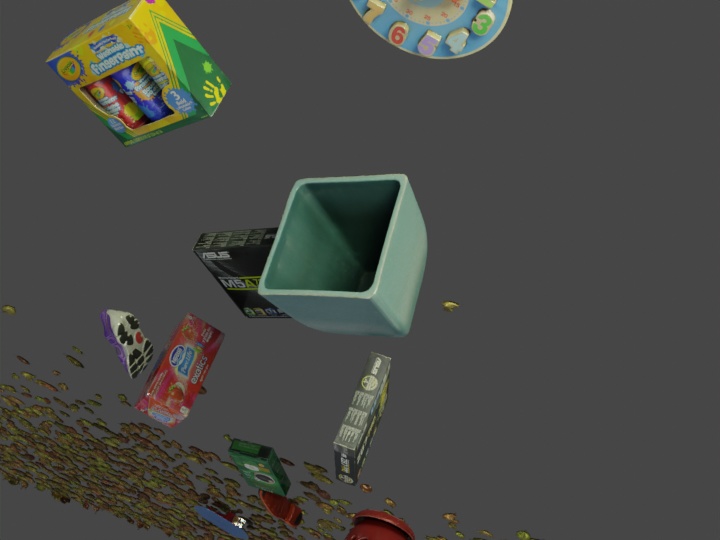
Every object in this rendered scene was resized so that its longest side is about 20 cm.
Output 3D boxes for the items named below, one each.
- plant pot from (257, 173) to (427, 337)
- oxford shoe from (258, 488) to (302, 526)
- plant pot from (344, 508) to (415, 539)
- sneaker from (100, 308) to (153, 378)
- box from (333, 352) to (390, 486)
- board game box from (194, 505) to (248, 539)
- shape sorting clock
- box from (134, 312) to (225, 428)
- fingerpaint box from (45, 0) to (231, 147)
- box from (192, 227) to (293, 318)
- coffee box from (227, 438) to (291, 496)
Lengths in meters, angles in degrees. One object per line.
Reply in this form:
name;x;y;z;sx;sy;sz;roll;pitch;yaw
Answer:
plant pot;0.000;0.000;1.261;0.193;0.199;0.200;0;149;30
oxford shoe;-0.240;0.656;2.377;0.071;0.072;0.201;3;141;35
plant pot;0.043;0.743;2.219;0.197;0.184;0.202;16;145;12
sneaker;-0.522;0.155;1.891;0.082;0.081;0.202;21;139;27
box;0.004;0.281;1.613;0.048;0.202;0.163;15;144;13
board game box;-0.431;0.781;2.688;0.198;0.039;0.158;32;150;-2
shape sorting clock;0.069;-0.310;0.927;0.196;0.040;0.202;16;145;12
box;-0.366;0.203;1.729;0.095;0.202;0.100;31;145;-15
fingerpaint box;-0.307;-0.272;1.173;0.197;0.074;0.167;-8;134;38
box;-0.165;0.008;1.487;0.197;0.048;0.194;-1;141;31
coffee box;-0.262;0.515;2.222;0.121;0.044;0.202;9;142;22
